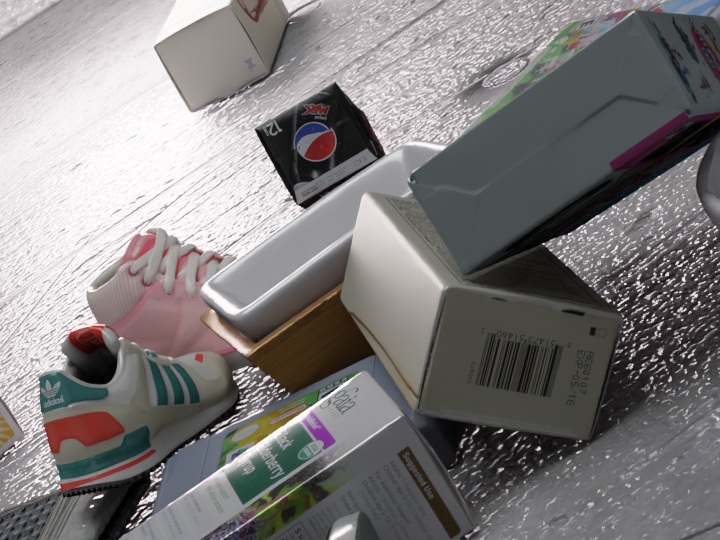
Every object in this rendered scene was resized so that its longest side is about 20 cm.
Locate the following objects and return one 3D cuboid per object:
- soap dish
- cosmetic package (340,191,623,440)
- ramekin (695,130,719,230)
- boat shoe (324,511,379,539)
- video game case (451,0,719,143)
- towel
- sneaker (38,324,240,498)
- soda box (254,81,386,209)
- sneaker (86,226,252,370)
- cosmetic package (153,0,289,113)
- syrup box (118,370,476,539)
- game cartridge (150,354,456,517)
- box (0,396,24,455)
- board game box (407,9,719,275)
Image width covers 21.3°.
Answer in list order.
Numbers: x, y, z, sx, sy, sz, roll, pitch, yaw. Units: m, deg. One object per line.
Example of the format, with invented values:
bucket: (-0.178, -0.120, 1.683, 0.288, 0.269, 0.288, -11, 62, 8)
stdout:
soap dish: (0.000, 0.000, 1.237, 0.199, 0.081, 0.157, -35, 14, -9)
cosmetic package: (0.061, 0.021, 1.066, 0.103, 0.074, 0.200, 10, 13, -14)
ramekin: (0.275, -0.047, 0.946, 0.202, 0.095, 0.203, -27, 21, 11)
boat shoe: (-0.021, 0.181, 0.869, 0.063, 0.071, 0.200, -16, 25, 13)
video game case: (0.169, -0.137, 1.412, 0.182, 0.022, 0.200, -5, 33, 51)
towel: (-0.239, 0.204, 1.198, 0.192, 0.035, 0.200, -21, 23, 27)
sneaker: (-0.144, 0.070, 1.238, 0.070, 0.094, 0.200, -15, 11, 26)
soda box: (-0.022, -0.084, 1.403, 0.071, 0.064, 0.200, -30, -4, 4)
sneaker: (-0.111, 0.014, 1.353, 0.199, 0.105, 0.075, -18, 22, 31)
cosmetic package: (-0.147, -0.259, 2.059, 0.103, 0.088, 0.200, -25, 21, 14)
syrup box: (-0.049, 0.146, 0.988, 0.199, 0.082, 0.079, -35, 21, -5)
game cartridge: (-0.037, 0.115, 1.111, 0.199, 0.041, 0.134, -27, 24, 14)
box: (-0.370, 0.142, 1.433, 0.200, 0.102, 0.112, -43, 22, -27)
board game box: (0.127, -0.072, 1.034, 0.147, 0.064, 0.200, -34, -5, 22)
